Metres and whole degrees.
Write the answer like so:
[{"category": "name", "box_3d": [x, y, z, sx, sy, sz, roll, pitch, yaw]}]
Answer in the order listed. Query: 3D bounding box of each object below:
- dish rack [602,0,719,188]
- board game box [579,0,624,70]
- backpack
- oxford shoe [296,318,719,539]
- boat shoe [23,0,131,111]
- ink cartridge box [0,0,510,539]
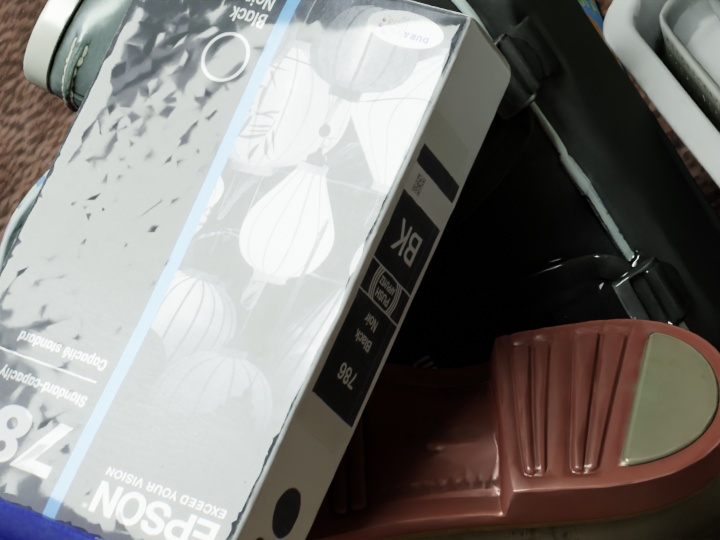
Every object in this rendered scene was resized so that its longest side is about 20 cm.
[{"category": "dish rack", "box_3d": [0.168, -0.074, 0.817, 0.171, 0.044, 0.200, -35, 29, 4]}, {"category": "board game box", "box_3d": [0.014, -0.063, 1.020, 0.151, 0.037, 0.200, -38, 41, 20]}, {"category": "backpack", "box_3d": [0.000, 0.000, 0.864, 0.200, 0.178, 0.151, -32, 9, 23]}, {"category": "oxford shoe", "box_3d": [0.003, 0.064, 0.774, 0.199, 0.075, 0.071, -3, 50, 12]}, {"category": "boat shoe", "box_3d": [-0.052, -0.141, 1.147, 0.062, 0.073, 0.200, 33, 80, 14]}, {"category": "ink cartridge box", "box_3d": [-0.046, 0.018, 0.737, 0.099, 0.039, 0.201, 17, 76, 27]}]
